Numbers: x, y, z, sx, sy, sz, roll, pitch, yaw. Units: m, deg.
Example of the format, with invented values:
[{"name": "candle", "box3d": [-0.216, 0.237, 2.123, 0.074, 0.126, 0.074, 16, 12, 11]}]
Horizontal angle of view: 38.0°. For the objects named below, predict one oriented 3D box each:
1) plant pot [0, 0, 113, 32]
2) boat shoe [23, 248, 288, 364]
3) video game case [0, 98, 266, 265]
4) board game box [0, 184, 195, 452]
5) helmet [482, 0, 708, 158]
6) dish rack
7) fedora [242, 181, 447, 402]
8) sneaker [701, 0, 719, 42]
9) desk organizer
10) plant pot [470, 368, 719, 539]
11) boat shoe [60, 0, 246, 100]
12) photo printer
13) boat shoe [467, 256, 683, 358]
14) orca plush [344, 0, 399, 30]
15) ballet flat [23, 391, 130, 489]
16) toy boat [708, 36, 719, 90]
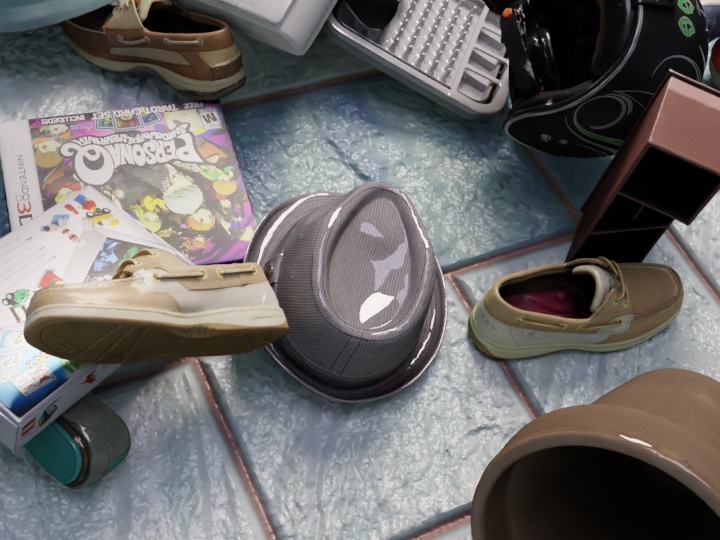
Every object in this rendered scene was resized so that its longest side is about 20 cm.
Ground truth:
[{"name": "plant pot", "box3d": [-0.308, -0.322, 0.954, 0.199, 0.135, 0.201, -6, 38, 5]}, {"name": "boat shoe", "box3d": [-0.141, 0.020, 0.722, 0.199, 0.074, 0.070, 5, 61, -46]}, {"name": "video game case", "box3d": [-0.196, -0.061, 0.885, 0.199, 0.036, 0.182, -9, 58, -17]}, {"name": "board game box", "box3d": [-0.220, 0.025, 0.753, 0.126, 0.035, 0.200, 36, 44, 11]}, {"name": "helmet", "box3d": [0.204, -0.191, 0.924, 0.190, 0.200, 0.200, 8, 39, -56]}, {"name": "dish rack", "box3d": [0.063, -0.239, 1.038, 0.199, 0.044, 0.172, 29, 53, -8]}, {"name": "fedora", "box3d": [0.000, 0.000, 0.825, 0.176, 0.090, 0.201, 24, 56, -7]}, {"name": "sneaker", "box3d": [0.304, -0.205, 1.056, 0.199, 0.075, 0.085, -25, 62, -6]}, {"name": "desk organizer", "box3d": [0.238, -0.062, 0.867, 0.071, 0.200, 0.077, 25, 59, 4]}, {"name": "plant pot", "box3d": [0.203, 0.155, 0.722, 0.200, 0.201, 0.174, 36, 39, 16]}, {"name": "boat shoe", "box3d": [-0.190, -0.222, 0.966, 0.199, 0.074, 0.076, 20, 45, 21]}, {"name": "photo printer", "box3d": [-0.072, -0.310, 0.949, 0.166, 0.069, 0.201, 26, 83, 26]}, {"name": "boat shoe", "box3d": [0.190, 0.025, 0.874, 0.199, 0.067, 0.074, -12, 57, -19]}, {"name": "orca plush", "box3d": [0.018, -0.327, 0.999, 0.105, 0.071, 0.201, 21, 54, -13]}, {"name": "ballet flat", "box3d": [-0.249, 0.082, 0.764, 0.200, 0.068, 0.064, 37, 29, 16]}, {"name": "toy boat", "box3d": [0.461, -0.206, 1.055, 0.130, 0.131, 0.200, -24, 62, -25]}]
